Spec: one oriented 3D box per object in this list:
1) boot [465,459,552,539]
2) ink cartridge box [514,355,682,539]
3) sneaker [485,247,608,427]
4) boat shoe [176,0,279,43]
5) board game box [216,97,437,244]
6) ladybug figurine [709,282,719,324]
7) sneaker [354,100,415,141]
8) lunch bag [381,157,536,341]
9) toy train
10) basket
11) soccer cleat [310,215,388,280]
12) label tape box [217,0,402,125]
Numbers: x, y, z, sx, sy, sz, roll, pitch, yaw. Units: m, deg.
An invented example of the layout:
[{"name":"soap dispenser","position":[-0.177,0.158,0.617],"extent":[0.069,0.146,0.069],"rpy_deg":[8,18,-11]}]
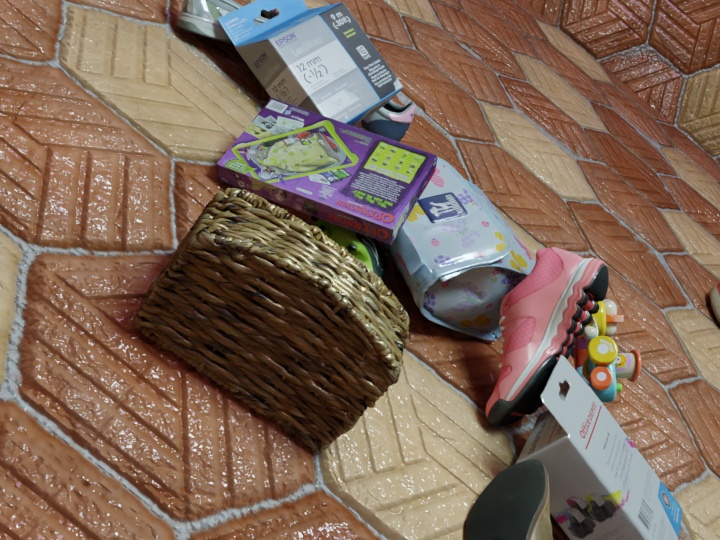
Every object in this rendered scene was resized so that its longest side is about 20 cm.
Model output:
[{"name":"boot","position":[0.135,0.242,0.789],"extent":[0.076,0.074,0.200],"rpy_deg":[53,28,-18]},{"name":"ink cartridge box","position":[0.220,0.194,0.906],"extent":[0.200,0.068,0.115],"rpy_deg":[53,28,0]},{"name":"sneaker","position":[0.176,0.066,0.971],"extent":[0.087,0.200,0.074],"rpy_deg":[30,-2,33]},{"name":"boat shoe","position":[-0.147,-0.327,1.219],"extent":[0.202,0.065,0.074],"rpy_deg":[-2,23,-47]},{"name":"board game box","position":[-0.034,-0.107,0.977],"extent":[0.200,0.032,0.120],"rpy_deg":[22,48,14]},{"name":"ladybug figurine","position":[0.694,0.075,1.680],"extent":[0.136,0.072,0.200],"rpy_deg":[38,28,-5]},{"name":"sneaker","position":[-0.015,-0.249,1.269],"extent":[0.200,0.082,0.070],"rpy_deg":[34,29,-12]},{"name":"lunch bag","position":[0.097,-0.030,1.033],"extent":[0.200,0.127,0.170],"rpy_deg":[19,32,-48]},{"name":"toy train","position":[0.269,0.104,1.036],"extent":[0.055,0.151,0.200],"rpy_deg":[-2,26,6]},{"name":"basket","position":[-0.056,0.018,0.775],"extent":[0.200,0.143,0.149],"rpy_deg":[36,29,-9]},{"name":"soccer cleat","position":[0.000,0.000,0.958],"extent":[0.081,0.067,0.200],"rpy_deg":[37,25,-34]},{"name":"label tape box","position":[-0.060,-0.269,1.170],"extent":[0.143,0.066,0.200],"rpy_deg":[-38,95,-38]}]
